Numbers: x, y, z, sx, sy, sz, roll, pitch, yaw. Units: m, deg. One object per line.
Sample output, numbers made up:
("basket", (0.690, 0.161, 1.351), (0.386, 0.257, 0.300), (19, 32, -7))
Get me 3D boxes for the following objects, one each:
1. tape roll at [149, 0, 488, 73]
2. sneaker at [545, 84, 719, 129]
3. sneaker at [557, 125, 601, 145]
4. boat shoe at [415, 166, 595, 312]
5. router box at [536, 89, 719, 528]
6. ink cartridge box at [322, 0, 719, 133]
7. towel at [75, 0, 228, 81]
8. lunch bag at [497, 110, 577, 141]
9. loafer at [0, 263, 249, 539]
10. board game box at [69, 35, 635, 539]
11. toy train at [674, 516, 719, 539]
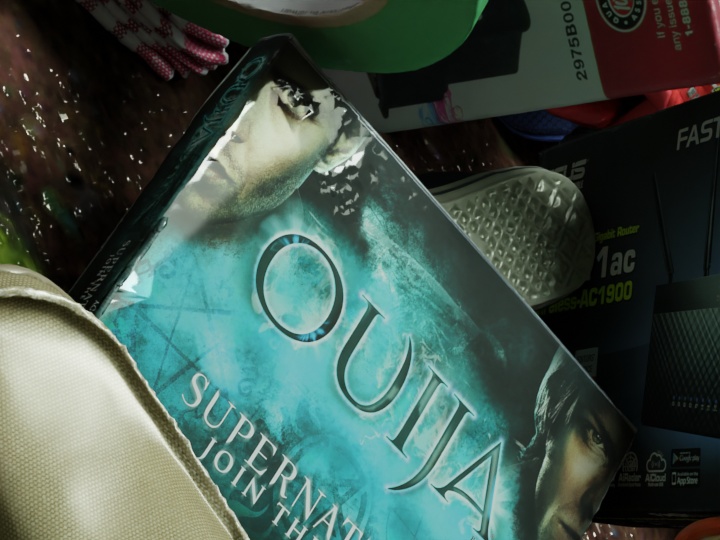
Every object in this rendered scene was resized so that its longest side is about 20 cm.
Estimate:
("tape roll", (-0.045, -0.136, 0.596), (0.200, 0.200, 0.048), (42, 67, -34))
("sneaker", (0.102, -0.095, 0.836), (0.077, 0.085, 0.200), (59, -10, -8))
("sneaker", (0.163, 0.000, 0.888), (0.199, 0.087, 0.080), (29, 25, 0))
("boat shoe", (0.000, 0.000, 0.726), (0.199, 0.062, 0.075), (-11, 92, -42))
("router box", (0.129, 0.018, 0.747), (0.062, 0.200, 0.151), (10, 80, -22))
("ink cartridge box", (0.050, -0.130, 0.718), (0.083, 0.199, 0.147), (-23, 103, -48))
("towel", (-0.111, -0.176, 0.729), (0.200, 0.030, 0.147), (44, 33, -32))
("lunch bag", (0.137, -0.152, 0.980), (0.132, 0.135, 0.202), (-36, 125, -60))
("loafer", (-0.058, 0.088, 0.529), (0.076, 0.067, 0.201), (-28, 92, -27))
("board game box", (-0.001, 0.043, 0.652), (0.200, 0.028, 0.136), (47, 61, -27))
("toy train", (0.126, 0.147, 0.714), (0.149, 0.200, 0.056), (14, 50, -24))
